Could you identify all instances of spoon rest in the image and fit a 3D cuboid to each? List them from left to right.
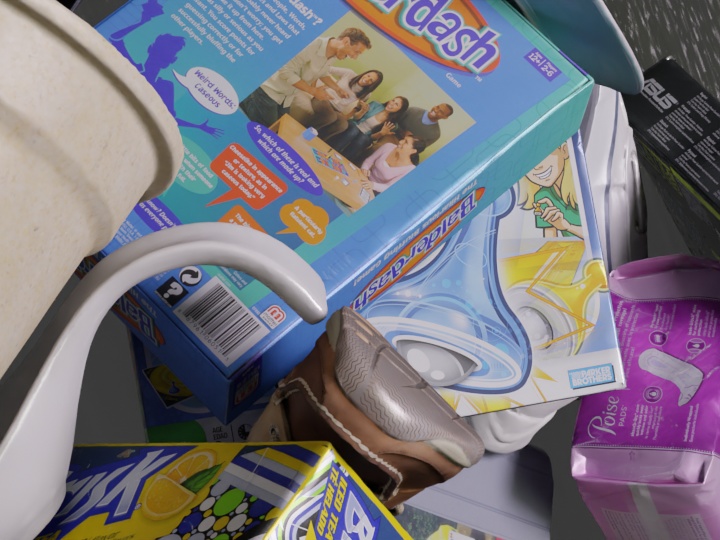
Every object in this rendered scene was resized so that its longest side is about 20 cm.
[{"bbox_3d":[-0.107,0.047,0.967,0.061,0.200,0.099,52,7,-16],"label":"spoon rest"}]

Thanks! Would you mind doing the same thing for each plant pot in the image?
[{"bbox_3d":[-0.188,-0.002,0.905,0.200,0.200,0.184,38,67,-33],"label":"plant pot"}]

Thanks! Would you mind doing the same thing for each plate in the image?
[{"bbox_3d":[0.043,-0.142,1.127,0.026,0.200,0.200,-42,116,-1],"label":"plate"}]

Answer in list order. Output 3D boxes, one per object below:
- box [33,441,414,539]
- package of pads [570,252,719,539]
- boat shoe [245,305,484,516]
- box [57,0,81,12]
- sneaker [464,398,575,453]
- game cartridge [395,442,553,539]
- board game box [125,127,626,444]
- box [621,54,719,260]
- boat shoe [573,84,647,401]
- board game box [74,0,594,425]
[{"bbox_3d":[-0.070,0.107,0.969,0.064,0.200,0.070,51,59,-24],"label":"box"},{"bbox_3d":[0.163,0.095,1.266,0.200,0.075,0.121,59,39,-50],"label":"package of pads"},{"bbox_3d":[-0.004,0.065,0.985,0.072,0.200,0.076,-44,84,-4],"label":"boat shoe"},{"bbox_3d":[-0.122,-0.178,0.976,0.104,0.200,0.183,29,58,-12],"label":"box"},{"bbox_3d":[0.039,-0.016,1.171,0.200,0.099,0.078,44,32,-20],"label":"sneaker"},{"bbox_3d":[0.025,0.158,1.179,0.133,0.041,0.201,20,66,-37],"label":"game cartridge"},{"bbox_3d":[0.000,0.000,1.110,0.199,0.034,0.136,-10,86,-9],"label":"board game box"},{"bbox_3d":[0.209,0.014,1.285,0.047,0.200,0.194,-32,121,-2],"label":"box"},{"bbox_3d":[0.101,-0.039,1.286,0.065,0.073,0.201,-1,92,-53],"label":"boat shoe"},{"bbox_3d":[-0.031,-0.058,1.065,0.200,0.045,0.152,-39,72,-21],"label":"board game box"}]
